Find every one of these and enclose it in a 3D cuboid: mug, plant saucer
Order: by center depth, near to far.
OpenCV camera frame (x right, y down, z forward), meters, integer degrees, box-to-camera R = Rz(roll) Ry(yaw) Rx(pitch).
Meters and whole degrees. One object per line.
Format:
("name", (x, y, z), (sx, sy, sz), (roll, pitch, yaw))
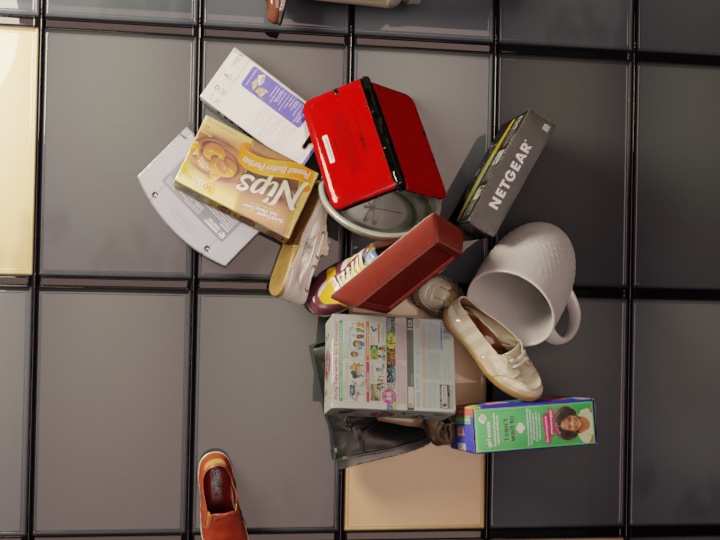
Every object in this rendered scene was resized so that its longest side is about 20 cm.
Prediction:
("plant saucer", (0.069, 0.001, 1.545), (0.199, 0.200, 0.037), (-39, 73, 11))
("plant saucer", (0.028, -0.104, 1.601), (0.197, 0.202, 0.051), (5, 133, -8))
("mug", (0.284, 0.028, 1.617), (0.201, 0.147, 0.176), (50, 46, -13))

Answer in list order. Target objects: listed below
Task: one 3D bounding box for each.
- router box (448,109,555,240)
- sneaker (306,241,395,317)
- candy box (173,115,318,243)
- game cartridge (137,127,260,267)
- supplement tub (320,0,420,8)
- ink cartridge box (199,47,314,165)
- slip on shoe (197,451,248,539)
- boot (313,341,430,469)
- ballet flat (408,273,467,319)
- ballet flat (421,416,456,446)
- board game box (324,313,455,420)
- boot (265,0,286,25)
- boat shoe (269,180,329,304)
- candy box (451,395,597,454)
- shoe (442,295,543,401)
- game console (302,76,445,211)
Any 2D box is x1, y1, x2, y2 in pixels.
("router box", (0.221, -0.148, 1.614), (0.052, 0.157, 0.202), (30, 86, -7))
("sneaker", (0.000, 0.000, 1.606), (0.199, 0.090, 0.075), (-32, 77, -11))
("candy box", (-0.178, -0.140, 1.572), (0.198, 0.055, 0.117), (27, 78, -10))
("game cartridge", (-0.251, -0.110, 1.605), (0.133, 0.040, 0.200), (-45, 95, -10))
("supplement tub", (0.002, -0.493, 1.591), (0.197, 0.145, 0.148), (4, 89, -9))
("ink cartridge box", (-0.150, -0.256, 1.620), (0.199, 0.039, 0.100), (37, 84, -5))
("slip on shoe", (-0.218, 0.389, 1.592), (0.073, 0.061, 0.203), (-9, 92, -10))
("boot", (0.018, 0.202, 1.633), (0.162, 0.066, 0.203), (-11, 84, -16))
("ballet flat", (0.154, 0.058, 1.643), (0.199, 0.075, 0.068), (34, 86, -6))
("ballet flat", (0.100, 0.188, 1.629), (0.067, 0.046, 0.202), (-21, 81, -40))
("board game box", (0.045, 0.151, 1.573), (0.197, 0.064, 0.150), (5, 72, -12))
("boot", (-0.216, -0.475, 1.597), (0.197, 0.068, 0.192), (-6, 91, -8))
("boat shoe", (-0.083, -0.043, 1.618), (0.069, 0.070, 0.203), (26, 78, -29))
("candy box", (0.253, 0.244, 1.609), (0.197, 0.169, 0.078), (-5, 85, -9))
("shoe", (0.208, 0.119, 1.550), (0.200, 0.054, 0.070), (45, 49, 9))
("game console", (0.021, -0.189, 1.597), (0.170, 0.119, 0.202), (-21, 67, 7))
